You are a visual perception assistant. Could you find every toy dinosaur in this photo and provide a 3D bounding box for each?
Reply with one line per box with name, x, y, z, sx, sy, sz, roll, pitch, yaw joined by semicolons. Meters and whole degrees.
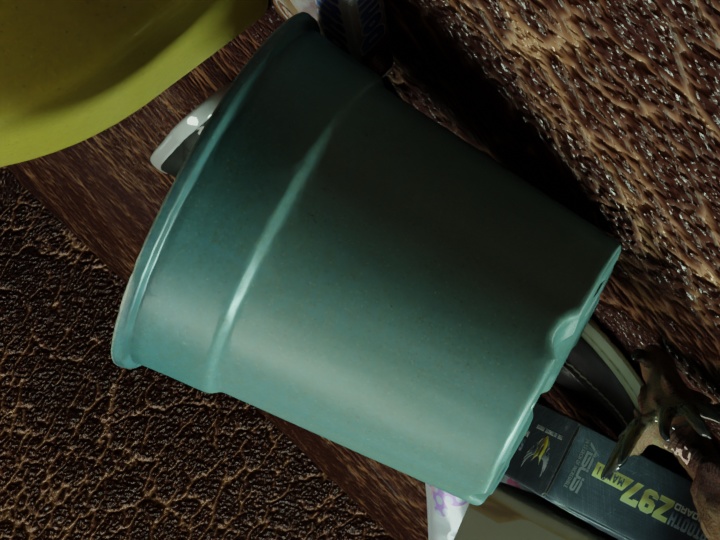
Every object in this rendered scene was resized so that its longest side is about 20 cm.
toy dinosaur;0.194;0.116;1.188;0.136;0.086;0.200;58;162;-23

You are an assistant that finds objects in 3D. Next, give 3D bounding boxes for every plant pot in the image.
plant pot;-0.187;-0.169;1.318;0.196;0.200;0.194;47;172;3
plant pot;0.010;0.007;1.174;0.196;0.200;0.200;29;169;7

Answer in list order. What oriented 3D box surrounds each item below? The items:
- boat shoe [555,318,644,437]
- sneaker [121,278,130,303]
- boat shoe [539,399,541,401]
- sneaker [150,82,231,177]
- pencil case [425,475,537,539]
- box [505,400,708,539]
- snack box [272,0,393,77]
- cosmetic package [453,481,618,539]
boat shoe;0.084;0.030;1.365;0.200;0.065;0.072;45;169;3
sneaker;-0.062;0.017;1.711;0.121;0.200;0.084;18;119;48
boat shoe;0.063;0.085;1.723;0.200;0.068;0.072;39;169;41
sneaker;-0.096;-0.071;1.760;0.099;0.071;0.200;52;167;-1
pencil case;0.078;0.135;1.559;0.083;0.091;0.200;-90;-10;-68
box;0.144;0.125;1.411;0.158;0.051;0.200;27;179;-20
snack box;-0.021;-0.152;1.169;0.072;0.024;0.200;42;171;15
cosmetic package;0.151;0.198;1.420;0.105;0.071;0.200;23;-179;-39
